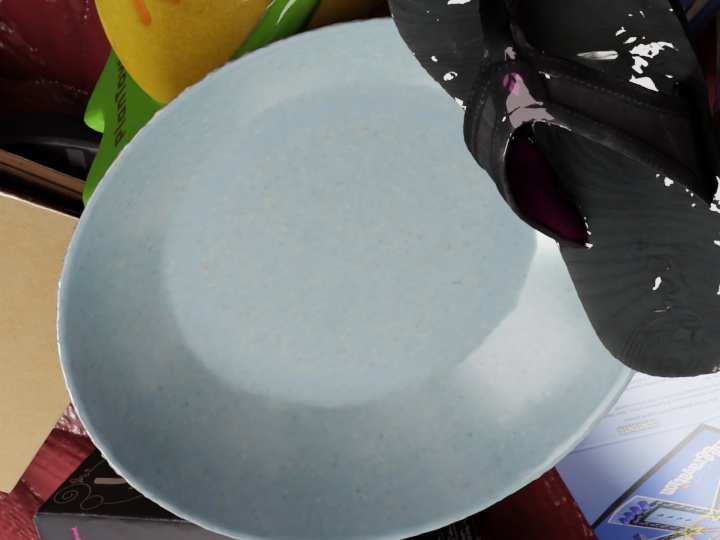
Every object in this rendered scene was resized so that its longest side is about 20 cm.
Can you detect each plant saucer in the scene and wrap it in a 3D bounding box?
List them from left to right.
[{"bbox_3d":[0.000,0.000,0.743,0.200,0.039,0.202,-7,126,-10],"label":"plant saucer"}]

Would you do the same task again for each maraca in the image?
[{"bbox_3d":[-0.041,-0.101,0.756,0.107,0.138,0.200,24,127,-22],"label":"maraca"}]

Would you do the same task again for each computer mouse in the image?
[{"bbox_3d":[-0.056,-0.029,0.876,0.199,0.034,0.059,11,138,13],"label":"computer mouse"}]

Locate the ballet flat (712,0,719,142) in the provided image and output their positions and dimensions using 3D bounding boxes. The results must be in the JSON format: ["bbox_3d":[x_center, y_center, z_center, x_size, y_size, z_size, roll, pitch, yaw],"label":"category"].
[{"bbox_3d":[0.153,-0.082,0.714,0.072,0.068,0.200,51,131,17],"label":"ballet flat"}]

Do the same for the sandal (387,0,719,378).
[{"bbox_3d":[0.073,-0.031,0.676,0.075,0.048,0.201,-20,129,22],"label":"sandal"}]

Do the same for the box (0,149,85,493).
[{"bbox_3d":[-0.181,0.013,0.911,0.163,0.021,0.200,19,140,-17],"label":"box"}]

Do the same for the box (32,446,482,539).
[{"bbox_3d":[-0.023,0.142,0.896,0.114,0.132,0.201,1,120,29],"label":"box"}]

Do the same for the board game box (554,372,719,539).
[{"bbox_3d":[0.161,0.060,0.814,0.199,0.019,0.103,-17,114,36],"label":"board game box"}]

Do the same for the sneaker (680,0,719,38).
[{"bbox_3d":[0.079,-0.103,0.703,0.200,0.082,0.074,-37,66,45],"label":"sneaker"}]
